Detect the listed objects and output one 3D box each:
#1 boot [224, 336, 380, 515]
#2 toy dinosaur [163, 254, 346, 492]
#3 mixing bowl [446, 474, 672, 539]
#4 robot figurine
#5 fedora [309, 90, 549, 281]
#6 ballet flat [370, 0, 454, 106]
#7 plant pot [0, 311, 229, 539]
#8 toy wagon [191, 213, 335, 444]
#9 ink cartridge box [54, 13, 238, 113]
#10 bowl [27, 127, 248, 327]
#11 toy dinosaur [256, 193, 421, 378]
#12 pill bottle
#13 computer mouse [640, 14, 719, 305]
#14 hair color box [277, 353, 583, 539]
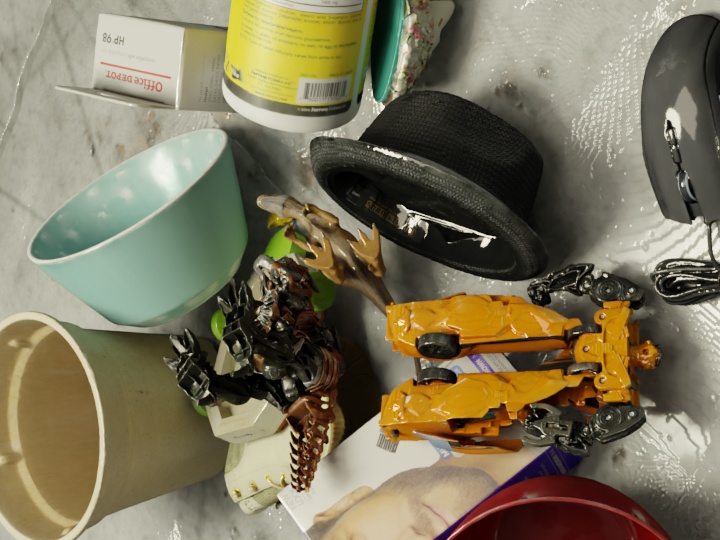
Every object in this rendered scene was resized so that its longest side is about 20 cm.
[{"bbox_3d":[-0.046,0.173,1.420,0.155,0.072,0.201,-39,45,39],"label":"boot"},{"bbox_3d":[-0.058,0.067,1.298,0.102,0.135,0.200,-57,38,19],"label":"toy dinosaur"},{"bbox_3d":[0.141,0.219,1.204,0.199,0.109,0.202,3,113,8],"label":"mixing bowl"},{"bbox_3d":[0.115,0.068,1.229,0.199,0.058,0.146,-3,62,15],"label":"robot figurine"},{"bbox_3d":[0.063,-0.074,1.288,0.200,0.201,0.092,13,69,43],"label":"fedora"},{"bbox_3d":[0.042,-0.227,1.342,0.076,0.063,0.202,-175,84,-71],"label":"ballet flat"},{"bbox_3d":[-0.212,0.131,1.521,0.200,0.183,0.202,4,95,45],"label":"plant pot"},{"bbox_3d":[-0.075,0.043,1.451,0.155,0.039,0.201,-21,50,53],"label":"toy wagon"},{"bbox_3d":[-0.139,-0.170,1.428,0.115,0.199,0.067,16,102,42],"label":"ink cartridge box"},{"bbox_3d":[-0.176,-0.026,1.499,0.200,0.201,0.105,-9,121,44],"label":"bowl"},{"bbox_3d":[0.000,0.000,1.356,0.060,0.106,0.200,-40,81,-1],"label":"toy dinosaur"},{"bbox_3d":[-0.041,-0.217,1.317,0.112,0.112,0.201,36,128,38],"label":"pill bottle"},{"bbox_3d":[0.244,-0.075,1.161,0.140,0.046,0.202,2,93,46],"label":"computer mouse"},{"bbox_3d":[0.051,0.152,1.277,0.200,0.065,0.109,-39,59,-1],"label":"hair color box"}]
